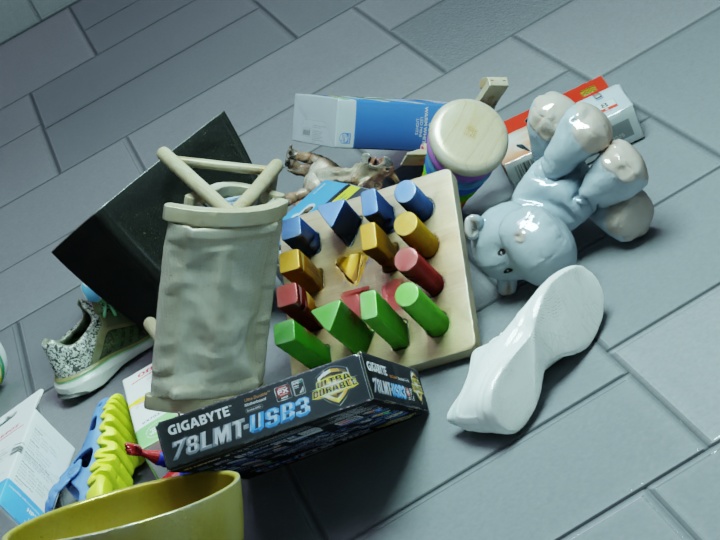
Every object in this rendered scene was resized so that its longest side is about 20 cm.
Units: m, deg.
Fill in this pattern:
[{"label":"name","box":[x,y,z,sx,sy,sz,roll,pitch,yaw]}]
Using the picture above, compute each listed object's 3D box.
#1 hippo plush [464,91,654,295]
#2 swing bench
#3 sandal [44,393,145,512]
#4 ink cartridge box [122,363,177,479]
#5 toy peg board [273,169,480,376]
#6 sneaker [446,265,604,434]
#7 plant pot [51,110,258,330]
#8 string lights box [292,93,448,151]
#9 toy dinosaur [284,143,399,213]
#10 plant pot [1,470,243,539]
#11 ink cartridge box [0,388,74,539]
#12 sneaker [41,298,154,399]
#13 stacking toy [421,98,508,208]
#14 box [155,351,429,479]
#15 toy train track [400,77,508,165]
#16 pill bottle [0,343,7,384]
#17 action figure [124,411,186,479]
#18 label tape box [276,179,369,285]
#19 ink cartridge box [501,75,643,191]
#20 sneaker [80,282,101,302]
[{"label":"hippo plush","box":[0.173,-0.072,1.598,0.160,0.160,0.199,-38,28,-23]},{"label":"swing bench","box":[-0.140,0.009,1.562,0.128,0.201,0.200,5,20,-11]},{"label":"sandal","box":[-0.270,0.199,1.635,0.086,0.080,0.201,-25,24,16]},{"label":"ink cartridge box","box":[-0.177,0.135,1.666,0.116,0.068,0.200,-29,26,-3]},{"label":"toy peg board","box":[0.000,0.000,1.594,0.198,0.098,0.202,-16,62,19]},{"label":"sneaker","box":[0.145,0.069,1.478,0.088,0.076,0.200,-13,28,53]},{"label":"plant pot","box":[-0.201,-0.032,1.836,0.200,0.178,0.199,-43,8,-27]},{"label":"string lights box","box":[0.028,-0.176,1.937,0.198,0.060,0.102,-1,10,-33]},{"label":"toy dinosaur","box":[-0.030,-0.093,1.923,0.134,0.087,0.200,13,-4,-6]},{"label":"plant pot","box":[-0.178,0.260,1.315,0.197,0.144,0.200,-14,2,0]},{"label":"ink cartridge box","box":[-0.366,0.224,1.663,0.115,0.067,0.201,-34,22,21]},{"label":"sneaker","box":[-0.292,0.062,1.892,0.076,0.089,0.200,6,41,50]},{"label":"stacking toy","box":[0.099,-0.105,1.741,0.085,0.086,0.200,-37,-12,-19]},{"label":"box","box":[-0.055,0.133,1.445,0.198,0.050,0.198,-21,-12,14]},{"label":"toy train track","box":[0.110,-0.157,1.756,0.113,0.033,0.200,-2,-27,-22]},{"label":"pill bottle","box":[-0.507,0.155,1.906,0.112,0.114,0.201,-14,29,26]},{"label":"action figure","box":[-0.205,0.202,1.515,0.200,0.100,0.065,-44,32,-20]},{"label":"label tape box","box":[-0.008,-0.019,1.755,0.199,0.067,0.143,16,49,44]},{"label":"ink cartridge box","box":[0.227,-0.175,1.866,0.161,0.050,0.201,-25,29,6]},{"label":"sneaker","box":[-0.298,-0.028,2.083,0.080,0.077,0.201,-17,25,25]}]
